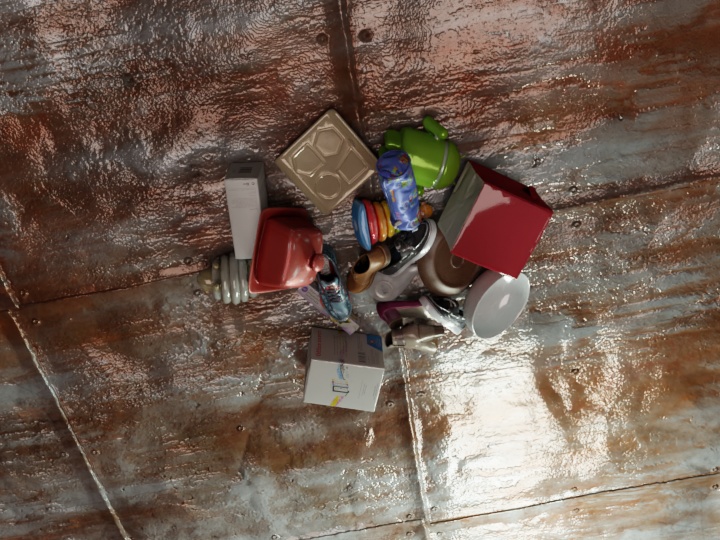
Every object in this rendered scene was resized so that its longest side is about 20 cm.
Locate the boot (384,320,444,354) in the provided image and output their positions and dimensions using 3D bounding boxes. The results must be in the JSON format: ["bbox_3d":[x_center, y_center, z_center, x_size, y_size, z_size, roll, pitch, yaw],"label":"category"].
[{"bbox_3d":[0.134,0.179,1.824,0.142,0.072,0.201,-6,157,-7],"label":"boot"}]

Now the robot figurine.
[{"bbox_3d":[0.141,-0.256,1.612,0.195,0.117,0.178,14,123,-10],"label":"robot figurine"}]

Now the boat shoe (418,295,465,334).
[{"bbox_3d":[0.219,0.099,1.786,0.068,0.072,0.199,-46,135,9],"label":"boat shoe"}]

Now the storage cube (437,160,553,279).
[{"bbox_3d":[0.301,-0.119,1.602,0.176,0.172,0.203,20,112,-13],"label":"storage cube"}]

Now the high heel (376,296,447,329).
[{"bbox_3d":[0.141,0.092,1.850,0.196,0.096,0.068,-22,131,-13],"label":"high heel"}]

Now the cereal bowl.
[{"bbox_3d":[0.334,0.070,1.794,0.197,0.083,0.204,-22,132,-26],"label":"cereal bowl"}]

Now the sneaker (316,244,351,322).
[{"bbox_3d":[-0.077,0.040,1.747,0.078,0.096,0.204,-20,99,1],"label":"sneaker"}]

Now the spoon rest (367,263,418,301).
[{"bbox_3d":[0.105,0.024,1.804,0.195,0.061,0.101,-15,118,21],"label":"spoon rest"}]

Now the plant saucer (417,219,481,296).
[{"bbox_3d":[0.233,-0.031,1.736,0.196,0.037,0.206,-7,106,-25],"label":"plant saucer"}]

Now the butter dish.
[{"bbox_3d":[-0.150,-0.035,1.640,0.145,0.198,0.205,17,102,26],"label":"butter dish"}]

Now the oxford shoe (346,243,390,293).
[{"bbox_3d":[0.000,0.000,1.736,0.070,0.072,0.201,-17,159,-32],"label":"oxford shoe"}]

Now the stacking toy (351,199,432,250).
[{"bbox_3d":[0.081,-0.129,1.698,0.195,0.110,0.119,-13,104,-9],"label":"stacking toy"}]

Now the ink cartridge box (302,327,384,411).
[{"bbox_3d":[-0.047,0.261,1.866,0.194,0.148,0.148,9,119,-7],"label":"ink cartridge box"}]

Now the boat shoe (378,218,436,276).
[{"bbox_3d":[0.104,-0.055,1.699,0.065,0.071,0.200,6,146,-38],"label":"boat shoe"}]

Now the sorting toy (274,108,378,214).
[{"bbox_3d":[-0.075,-0.254,1.655,0.199,0.037,0.185,-36,114,21],"label":"sorting toy"}]

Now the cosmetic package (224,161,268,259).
[{"bbox_3d":[-0.262,-0.141,1.663,0.082,0.108,0.205,-1,118,1],"label":"cosmetic package"}]

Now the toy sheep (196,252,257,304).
[{"bbox_3d":[-0.304,0.019,1.736,0.194,0.139,0.141,1,119,-9],"label":"toy sheep"}]

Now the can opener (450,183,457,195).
[{"bbox_3d":[0.294,-0.139,1.725,0.200,0.067,0.052,46,151,-22],"label":"can opener"}]

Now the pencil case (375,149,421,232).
[{"bbox_3d":[0.087,-0.171,1.565,0.077,0.088,0.202,21,152,27],"label":"pencil case"}]

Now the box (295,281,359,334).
[{"bbox_3d":[-0.084,0.091,1.834,0.199,0.042,0.039,41,110,-20],"label":"box"}]
